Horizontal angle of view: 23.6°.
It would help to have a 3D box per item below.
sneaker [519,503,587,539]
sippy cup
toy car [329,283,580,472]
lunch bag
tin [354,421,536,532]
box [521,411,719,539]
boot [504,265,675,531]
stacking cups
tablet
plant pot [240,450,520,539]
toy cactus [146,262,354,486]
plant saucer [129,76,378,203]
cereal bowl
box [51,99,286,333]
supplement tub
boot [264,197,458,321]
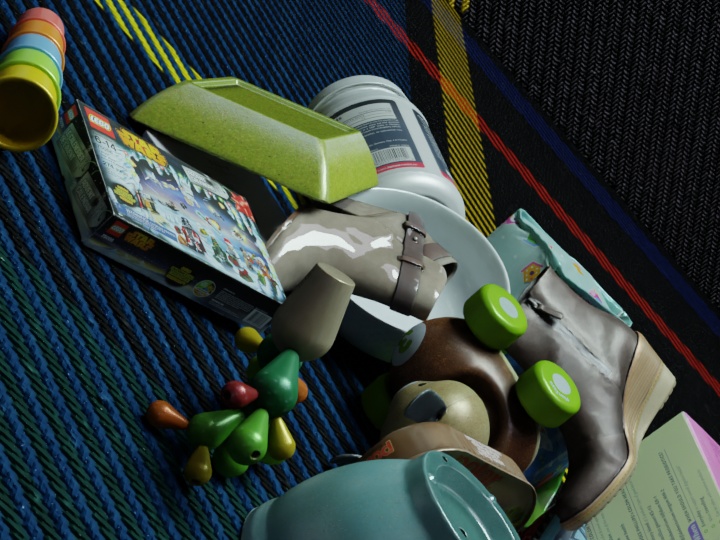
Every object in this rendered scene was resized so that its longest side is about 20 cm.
[{"bbox_3d":[0.174,0.278,1.525,0.096,0.079,0.200,44,26,-1],"label":"sneaker"},{"bbox_3d":[0.143,0.149,1.606,0.178,0.140,0.130,54,43,0],"label":"sippy cup"},{"bbox_3d":[0.056,0.117,1.437,0.158,0.164,0.200,56,28,16],"label":"toy car"},{"bbox_3d":[0.170,0.058,1.765,0.200,0.170,0.122,36,15,-47],"label":"lunch bag"},{"bbox_3d":[0.063,0.180,1.374,0.200,0.112,0.042,33,24,-50],"label":"tin"},{"bbox_3d":[0.269,0.264,1.590,0.097,0.200,0.176,43,17,-29],"label":"box"},{"bbox_3d":[0.179,0.114,1.541,0.166,0.072,0.200,39,60,-6],"label":"boot"},{"bbox_3d":[-0.256,-0.152,1.341,0.061,0.060,0.200,45,14,-20],"label":"stacking cups"},{"bbox_3d":[-0.119,-0.065,1.591,0.130,0.014,0.200,57,17,17],"label":"tablet"},{"bbox_3d":[0.034,0.209,1.190,0.200,0.134,0.200,46,17,-19],"label":"plant pot"},{"bbox_3d":[-0.065,0.067,1.205,0.102,0.165,0.200,32,10,5],"label":"toy cactus"},{"bbox_3d":[-0.086,-0.130,1.596,0.200,0.048,0.200,24,13,10],"label":"plant saucer"},{"bbox_3d":[0.036,0.018,1.641,0.200,0.083,0.200,15,43,-15],"label":"cereal bowl"},{"bbox_3d":[-0.152,-0.041,1.381,0.200,0.040,0.137,30,26,-44],"label":"box"},{"bbox_3d":[0.019,-0.098,1.807,0.140,0.140,0.200,38,21,-39],"label":"supplement tub"},{"bbox_3d":[0.000,0.000,1.523,0.146,0.070,0.200,31,40,8],"label":"boot"}]
